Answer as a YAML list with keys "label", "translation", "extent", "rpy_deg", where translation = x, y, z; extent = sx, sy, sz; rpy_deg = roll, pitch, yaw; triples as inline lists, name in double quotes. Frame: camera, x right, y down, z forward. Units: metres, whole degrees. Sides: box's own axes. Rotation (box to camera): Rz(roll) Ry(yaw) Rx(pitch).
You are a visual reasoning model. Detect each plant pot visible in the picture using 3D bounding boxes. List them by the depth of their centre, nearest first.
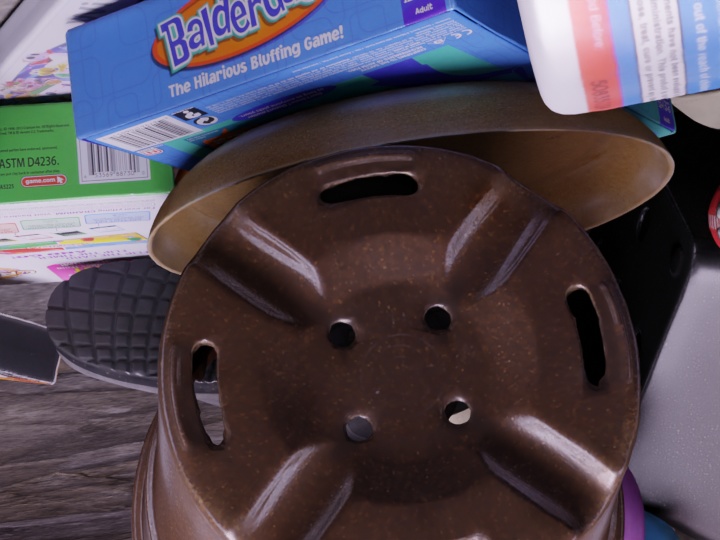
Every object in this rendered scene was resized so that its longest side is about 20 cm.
- label: "plant pot"
  translation: [0.011, 0.063, 0.638]
  extent: [0.199, 0.201, 0.198]
  rpy_deg: [-7, 160, -5]
- label: "plant pot"
  translation: [0.017, -0.032, 0.680]
  extent: [0.199, 0.028, 0.200]
  rpy_deg: [-8, 167, -2]
- label: "plant pot"
  translation: [0.205, 0.027, 0.880]
  extent: [0.177, 0.200, 0.200]
  rpy_deg: [11, 119, -11]

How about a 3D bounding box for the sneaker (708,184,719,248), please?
- label: "sneaker"
  translation: [0.224, -0.053, 0.785]
  extent: [0.199, 0.077, 0.085]
  rpy_deg: [-29, -166, -21]

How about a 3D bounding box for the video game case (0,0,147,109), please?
- label: "video game case"
  translation: [-0.042, -0.087, 0.710]
  extent: [0.199, 0.018, 0.143]
  rpy_deg: [0, 165, -30]

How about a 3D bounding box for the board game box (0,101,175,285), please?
- label: "board game box"
  translation: [-0.159, -0.028, 0.791]
  extent: [0.152, 0.041, 0.200]
  rpy_deg: [-4, 171, -8]

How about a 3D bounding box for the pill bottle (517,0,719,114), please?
- label: "pill bottle"
  translation: [0.139, -0.114, 0.494]
  extent: [0.199, 0.113, 0.112]
  rpy_deg: [-9, 167, 10]

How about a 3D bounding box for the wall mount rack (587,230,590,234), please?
- label: "wall mount rack"
  translation: [0.056, -0.012, 0.988]
  extent: [0.173, 0.075, 0.200]
  rpy_deg: [6, 161, -36]

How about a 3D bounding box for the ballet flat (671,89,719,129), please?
- label: "ballet flat"
  translation: [0.192, -0.103, 0.702]
  extent: [0.069, 0.070, 0.200]
  rpy_deg: [2, 164, -39]

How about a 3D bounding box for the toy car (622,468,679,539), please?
- label: "toy car"
  translation: [0.064, 0.141, 0.797]
  extent: [0.199, 0.175, 0.150]
  rpy_deg: [15, 112, -32]

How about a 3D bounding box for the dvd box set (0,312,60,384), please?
- label: "dvd box set"
  translation: [-0.264, 0.023, 0.871]
  extent: [0.199, 0.030, 0.146]
  rpy_deg: [3, 169, 36]

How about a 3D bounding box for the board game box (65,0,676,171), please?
- label: "board game box"
  translation: [0.012, -0.070, 0.675]
  extent: [0.152, 0.045, 0.200]
  rpy_deg: [-15, 165, 27]

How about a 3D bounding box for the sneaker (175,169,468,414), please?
- label: "sneaker"
  translation: [0.000, 0.000, 0.870]
  extent: [0.200, 0.076, 0.092]
  rpy_deg: [39, 139, -27]

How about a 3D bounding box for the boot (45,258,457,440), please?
- label: "boot"
  translation: [-0.048, 0.067, 0.854]
  extent: [0.199, 0.070, 0.132]
  rpy_deg: [10, 141, 5]

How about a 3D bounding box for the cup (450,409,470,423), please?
- label: "cup"
  translation: [0.043, 0.070, 1.122]
  extent: [0.199, 0.201, 0.144]
  rpy_deg: [-9, 141, 4]
